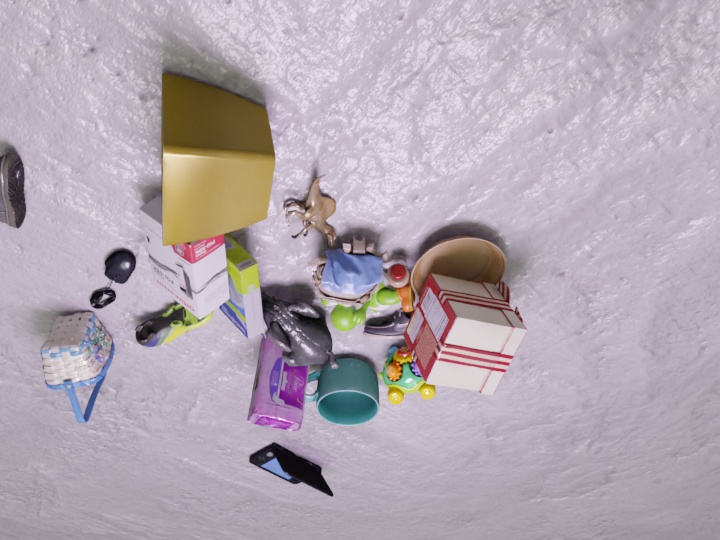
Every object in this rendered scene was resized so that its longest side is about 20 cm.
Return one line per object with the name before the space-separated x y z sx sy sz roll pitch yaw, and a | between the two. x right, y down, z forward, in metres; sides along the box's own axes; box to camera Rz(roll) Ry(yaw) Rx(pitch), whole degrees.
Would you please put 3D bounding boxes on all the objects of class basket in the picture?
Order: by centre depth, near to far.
basket | -0.620 0.212 1.506 0.136 0.178 0.203 -3 125 -3

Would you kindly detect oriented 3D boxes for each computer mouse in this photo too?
computer mouse | -0.524 0.028 1.422 0.058 0.034 0.200 23 131 -24

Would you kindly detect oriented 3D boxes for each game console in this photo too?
game console | -0.200 0.590 1.939 0.175 0.118 0.199 -32 127 28

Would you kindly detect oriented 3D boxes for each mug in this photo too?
mug | -0.041 0.276 1.624 0.151 0.116 0.184 -34 126 30

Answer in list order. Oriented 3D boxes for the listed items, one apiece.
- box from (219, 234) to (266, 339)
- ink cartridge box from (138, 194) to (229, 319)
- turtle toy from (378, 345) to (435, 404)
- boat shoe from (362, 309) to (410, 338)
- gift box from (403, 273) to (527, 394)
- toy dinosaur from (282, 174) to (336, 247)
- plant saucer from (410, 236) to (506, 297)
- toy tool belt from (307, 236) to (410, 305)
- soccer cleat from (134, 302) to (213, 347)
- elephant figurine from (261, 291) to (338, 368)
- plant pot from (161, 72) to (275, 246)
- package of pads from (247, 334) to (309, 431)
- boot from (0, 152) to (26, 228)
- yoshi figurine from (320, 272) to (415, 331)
box | -0.245 0.042 1.365 0.047 0.122 0.202 -26 136 -30
ink cartridge box | -0.330 -0.028 1.285 0.146 0.083 0.202 32 141 24
turtle toy | 0.135 0.221 1.570 0.196 0.146 0.103 -11 114 10
boat shoe | 0.102 0.118 1.522 0.196 0.073 0.064 -3 93 9
gift box | 0.212 0.113 1.361 0.184 0.201 0.186 12 122 -21
toy dinosaur | -0.094 -0.117 1.280 0.099 0.059 0.201 -17 143 -5
plant saucer | 0.197 -0.006 1.389 0.196 0.036 0.202 -5 137 -4
toy tool belt | 0.000 0.000 1.326 0.196 0.127 0.123 -3 158 2
soccer cleat | -0.407 0.117 1.509 0.197 0.066 0.084 -22 162 14
elephant figurine | -0.153 0.116 1.439 0.153 0.143 0.200 -16 138 23
plant pot | -0.238 -0.178 1.115 0.173 0.202 0.202 0 137 -17
package of pads | -0.180 0.255 1.539 0.119 0.203 0.076 16 147 -17
boot | -0.714 -0.158 1.215 0.197 0.073 0.183 18 131 -9
yoshi figurine | 0.016 0.077 1.432 0.196 0.113 0.113 -6 142 9
